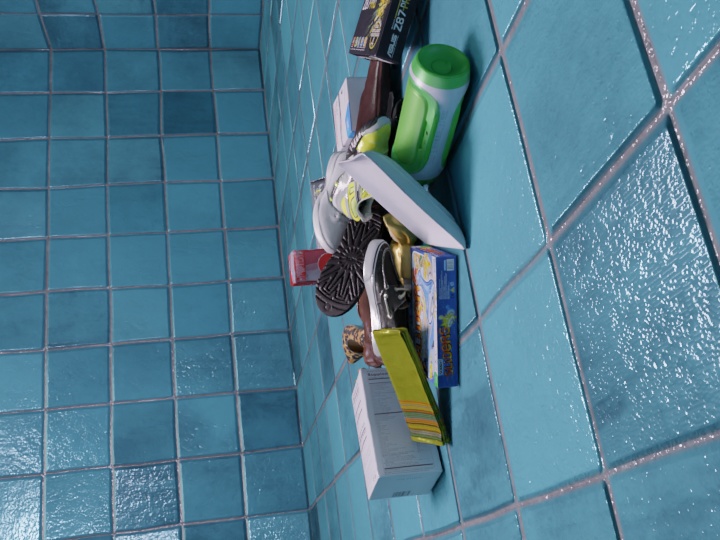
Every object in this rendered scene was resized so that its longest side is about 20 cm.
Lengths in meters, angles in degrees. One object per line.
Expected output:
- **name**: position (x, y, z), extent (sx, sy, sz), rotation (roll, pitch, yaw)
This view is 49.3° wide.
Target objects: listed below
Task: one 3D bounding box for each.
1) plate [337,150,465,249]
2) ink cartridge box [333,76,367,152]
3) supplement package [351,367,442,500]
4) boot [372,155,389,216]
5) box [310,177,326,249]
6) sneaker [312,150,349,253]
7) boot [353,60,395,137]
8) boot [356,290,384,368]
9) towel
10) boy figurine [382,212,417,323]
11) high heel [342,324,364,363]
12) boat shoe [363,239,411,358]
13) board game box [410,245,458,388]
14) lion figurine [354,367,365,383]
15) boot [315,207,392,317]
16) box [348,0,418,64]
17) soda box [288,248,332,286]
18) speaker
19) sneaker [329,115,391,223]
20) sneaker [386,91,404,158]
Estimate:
- **plate**: position (0.063, -0.110, 1.171), extent (0.032, 0.200, 0.200), rotation (-50, 12, -5)
- **ink cartridge box**: position (-0.012, -0.313, 1.635), extent (0.200, 0.068, 0.116), rotation (144, 122, -77)
- **supplement package**: position (0.059, 0.279, 1.363), extent (0.110, 0.114, 0.200), rotation (104, 160, -53)
- **boot**: position (0.020, -0.168, 1.540), extent (0.174, 0.069, 0.200), rotation (-105, 20, -62)
- **box**: position (-0.035, -0.082, 1.643), extent (0.158, 0.051, 0.200), rotation (13, -112, -56)
- **sneaker**: position (-0.024, -0.129, 1.394), extent (0.088, 0.075, 0.200), rotation (-6, 68, 39)
- **boot**: position (0.026, -0.306, 1.400), extent (0.200, 0.072, 0.167), rotation (-90, 3, -63)
- **boot**: position (0.050, 0.099, 1.493), extent (0.200, 0.064, 0.187), rotation (157, 109, -75)
- **towel**: position (0.077, 0.186, 1.250), extent (0.086, 0.018, 0.200), rotation (-10, 104, 52)
- **boy figurine**: position (0.070, -0.007, 1.349), extent (0.124, 0.064, 0.200), rotation (-111, 18, -65)
- **high heel**: position (0.004, 0.173, 1.686), extent (0.143, 0.071, 0.200), rotation (-97, 19, -46)
- **boat shoe**: position (0.053, 0.047, 1.282), extent (0.071, 0.064, 0.200), rotation (-21, -73, -55)
- **board game box**: position (0.114, 0.067, 1.223), extent (0.135, 0.034, 0.200), rotation (-147, 54, -76)
- **lion figurine**: position (0.035, 0.264, 1.621), extent (0.200, 0.072, 0.123), rotation (76, 174, -73)
- **boot**: position (0.003, 0.000, 1.404), extent (0.211, 0.079, 0.158), rotation (-63, -18, -10)
- **box**: position (0.043, -0.426, 1.289), extent (0.200, 0.049, 0.161), rotation (-125, 53, -69)
- **soda box**: position (-0.036, -0.009, 1.515), extent (0.070, 0.200, 0.063), rotation (144, 123, -76)
- **speaker**: position (0.096, -0.215, 1.104), extent (0.200, 0.088, 0.089), rotation (102, 161, -52)
- **sneaker**: position (0.017, -0.165, 1.285), extent (0.076, 0.075, 0.200), rotation (43, 138, 21)
- **sneaker**: position (0.070, -0.210, 1.305), extent (0.104, 0.060, 0.200), rotation (156, 113, -79)
